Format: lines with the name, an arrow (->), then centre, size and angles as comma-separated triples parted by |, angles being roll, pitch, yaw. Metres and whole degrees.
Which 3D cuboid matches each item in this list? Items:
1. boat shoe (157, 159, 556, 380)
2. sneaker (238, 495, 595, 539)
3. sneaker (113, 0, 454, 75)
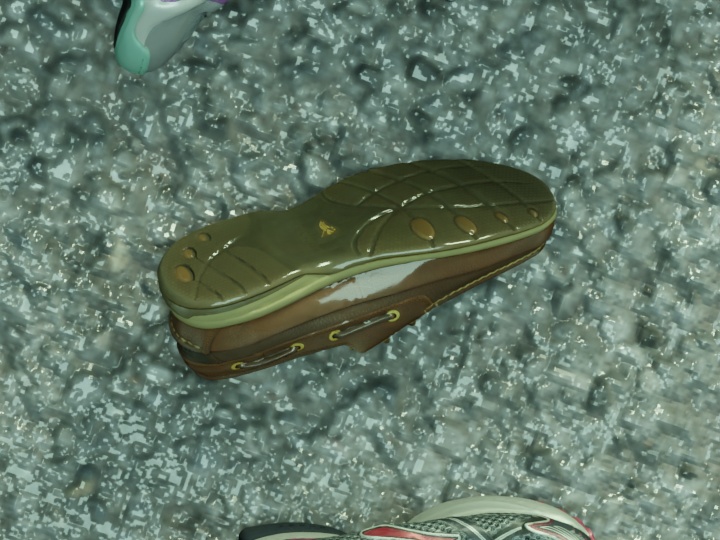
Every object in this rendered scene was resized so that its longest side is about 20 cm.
boat shoe -> 0.000, 0.000, 1.323 | 0.199, 0.072, 0.068 | -16, 131, -13
sneaker -> 0.023, 0.161, 1.333 | 0.199, 0.075, 0.081 | -7, 97, -7
sneaker -> -0.019, -0.155, 1.292 | 0.139, 0.078, 0.201 | 31, 95, -12
